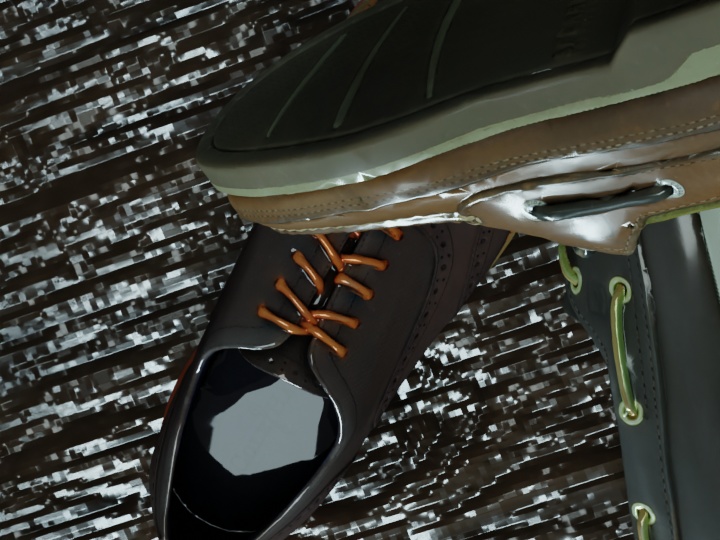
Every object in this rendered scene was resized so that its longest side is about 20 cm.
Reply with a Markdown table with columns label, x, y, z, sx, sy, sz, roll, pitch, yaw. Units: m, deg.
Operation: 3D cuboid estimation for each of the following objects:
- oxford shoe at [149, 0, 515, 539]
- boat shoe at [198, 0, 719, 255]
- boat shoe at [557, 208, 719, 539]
| label | x | y | z | sx | sy | sz | roll | pitch | yaw |
| --- | --- | --- | --- | --- | --- | --- | --- | --- | --- |
| oxford shoe | 0.000 | 0.000 | 0.806 | 0.071 | 0.073 | 0.201 | 25 | 112 | -1 |
| boat shoe | 0.051 | -0.033 | 0.709 | 0.199 | 0.072 | 0.068 | -13 | 125 | 37 |
| boat shoe | 0.084 | 0.007 | 0.795 | 0.060 | 0.072 | 0.202 | -11 | 104 | 20 |
